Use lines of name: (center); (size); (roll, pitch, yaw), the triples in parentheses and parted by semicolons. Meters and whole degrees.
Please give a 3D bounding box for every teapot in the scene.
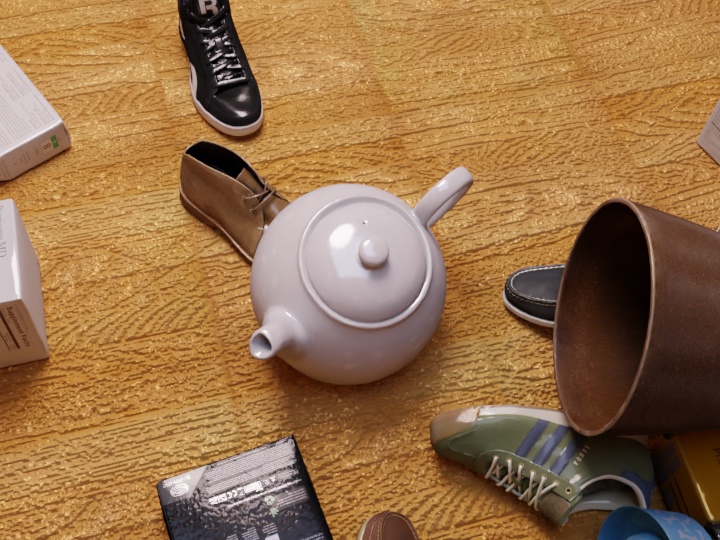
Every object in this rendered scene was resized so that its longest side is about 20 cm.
teapot: (0.000, 0.000, 0.806); (0.195, 0.146, 0.202); (7, 70, -12)

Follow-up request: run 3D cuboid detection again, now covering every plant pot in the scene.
plant pot: (0.283, 0.049, 0.728); (0.198, 0.187, 0.189); (8, 57, -8)

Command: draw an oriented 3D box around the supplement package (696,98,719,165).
supplement package: (0.505, -0.190, 0.955); (0.190, 0.201, 0.148); (-27, 63, -19)

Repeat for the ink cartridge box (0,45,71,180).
ink cartridge box: (-0.434, -0.147, 0.953); (0.199, 0.050, 0.161); (-35, 66, -19)

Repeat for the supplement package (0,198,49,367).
supplement package: (-0.393, 0.027, 0.804); (0.198, 0.110, 0.115); (-12, 59, -12)

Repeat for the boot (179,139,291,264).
boot: (-0.102, -0.060, 0.903); (0.199, 0.076, 0.074); (31, 57, 13)

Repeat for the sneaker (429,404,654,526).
sneaker: (0.160, 0.172, 0.776); (0.198, 0.067, 0.091); (5, 52, -5)

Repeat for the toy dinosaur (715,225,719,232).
toy dinosaur: (0.339, 0.057, 0.880); (0.105, 0.060, 0.202); (-7, 68, -23)

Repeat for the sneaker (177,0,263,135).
sneaker: (-0.164, -0.252, 0.998); (0.072, 0.112, 0.201); (-19, 61, -14)

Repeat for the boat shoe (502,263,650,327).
boat shoe: (0.231, 0.015, 0.860); (0.198, 0.061, 0.076); (2, 50, 20)

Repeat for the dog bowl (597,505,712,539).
dog bowl: (0.251, 0.280, 0.696); (0.049, 0.112, 0.202); (-1, 56, -21)

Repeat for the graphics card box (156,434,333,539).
graphics card box: (-0.077, 0.246, 0.723); (0.124, 0.051, 0.201); (-18, 62, -16)

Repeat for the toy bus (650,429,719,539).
toy bus: (0.304, 0.195, 0.767); (0.064, 0.079, 0.202); (-9, 59, -8)

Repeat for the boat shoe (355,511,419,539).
boat shoe: (0.044, 0.269, 0.671); (0.072, 0.068, 0.201); (22, 39, -31)
